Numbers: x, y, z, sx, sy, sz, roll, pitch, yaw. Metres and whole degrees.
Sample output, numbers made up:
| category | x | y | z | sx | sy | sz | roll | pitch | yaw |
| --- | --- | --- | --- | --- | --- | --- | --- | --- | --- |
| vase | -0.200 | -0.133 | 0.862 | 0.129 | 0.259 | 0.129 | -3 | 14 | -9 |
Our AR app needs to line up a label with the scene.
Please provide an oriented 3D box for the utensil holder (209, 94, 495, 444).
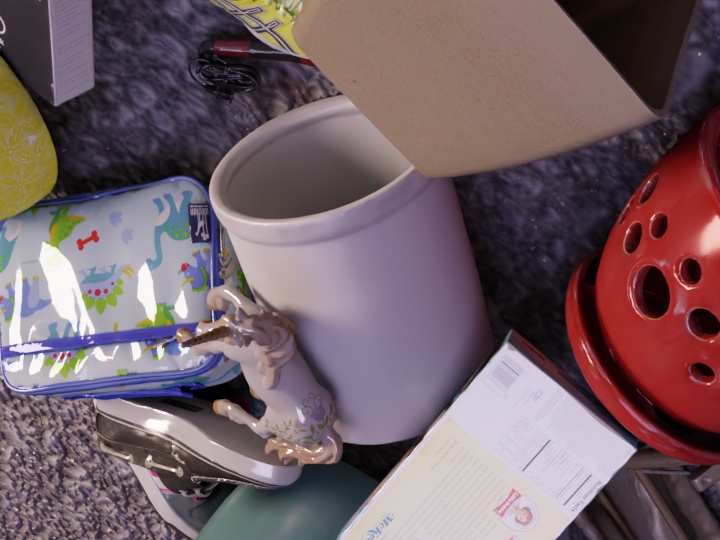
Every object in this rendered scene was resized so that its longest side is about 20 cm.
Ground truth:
| category | x | y | z | sx | sy | sz | roll | pitch | yaw |
| --- | --- | --- | --- | --- | --- | --- | --- | --- | --- |
| utensil holder | 0.000 | 0.000 | 1.017 | 0.169 | 0.170 | 0.201 | -6 | 124 | 18 |

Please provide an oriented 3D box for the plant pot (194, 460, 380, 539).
| category | x | y | z | sx | sy | sz | roll | pitch | yaw |
| --- | --- | --- | --- | --- | --- | --- | --- | --- | --- |
| plant pot | -0.042 | 0.247 | 1.172 | 0.200 | 0.162 | 0.201 | 28 | 161 | 10 |

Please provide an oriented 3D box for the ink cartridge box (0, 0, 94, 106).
| category | x | y | z | sx | sy | sz | roll | pitch | yaw |
| --- | --- | --- | --- | --- | --- | --- | --- | --- | --- |
| ink cartridge box | -0.259 | -0.237 | 0.935 | 0.198 | 0.043 | 0.201 | 35 | 142 | 20 |

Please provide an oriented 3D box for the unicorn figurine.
| category | x | y | z | sx | sy | sz | roll | pitch | yaw |
| --- | --- | --- | --- | --- | --- | --- | --- | --- | --- |
| unicorn figurine | -0.070 | 0.064 | 0.958 | 0.137 | 0.074 | 0.200 | 12 | 154 | 52 |

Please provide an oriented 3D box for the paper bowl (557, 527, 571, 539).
| category | x | y | z | sx | sy | sz | roll | pitch | yaw |
| --- | --- | --- | --- | --- | --- | --- | --- | --- | --- |
| paper bowl | 0.100 | 0.226 | 1.121 | 0.104 | 0.201 | 0.202 | -7 | 121 | 20 |

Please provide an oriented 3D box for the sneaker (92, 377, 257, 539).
| category | x | y | z | sx | sy | sz | roll | pitch | yaw |
| --- | --- | --- | --- | --- | --- | --- | --- | --- | --- |
| sneaker | -0.131 | 0.151 | 1.209 | 0.120 | 0.084 | 0.201 | -17 | 117 | 35 |

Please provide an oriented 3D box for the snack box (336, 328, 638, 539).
| category | x | y | z | sx | sy | sz | roll | pitch | yaw |
| --- | --- | --- | --- | --- | --- | --- | --- | --- | --- |
| snack box | 0.086 | 0.154 | 0.983 | 0.116 | 0.037 | 0.200 | 40 | 106 | 2 |

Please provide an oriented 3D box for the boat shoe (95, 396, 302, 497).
| category | x | y | z | sx | sy | sz | roll | pitch | yaw |
| --- | --- | --- | --- | --- | --- | --- | --- | --- | --- |
| boat shoe | -0.128 | 0.141 | 1.102 | 0.199 | 0.070 | 0.064 | 17 | 105 | 34 |

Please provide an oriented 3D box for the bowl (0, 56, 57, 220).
| category | x | y | z | sx | sy | sz | roll | pitch | yaw |
| --- | --- | --- | --- | --- | --- | --- | --- | --- | --- |
| bowl | -0.330 | -0.099 | 1.024 | 0.199 | 0.108 | 0.201 | 31 | 150 | 20 |

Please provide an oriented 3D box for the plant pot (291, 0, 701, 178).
| category | x | y | z | sx | sy | sz | roll | pitch | yaw |
| --- | --- | --- | --- | --- | --- | --- | --- | --- | --- |
| plant pot | 0.076 | -0.177 | 0.874 | 0.200 | 0.201 | 0.177 | 44 | 134 | -16 |

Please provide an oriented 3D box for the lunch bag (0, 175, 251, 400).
| category | x | y | z | sx | sy | sz | roll | pitch | yaw |
| --- | --- | --- | --- | --- | --- | --- | --- | --- | --- |
| lunch bag | -0.183 | 0.019 | 1.084 | 0.198 | 0.082 | 0.162 | -6 | 80 | 18 |

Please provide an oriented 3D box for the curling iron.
| category | x | y | z | sx | sy | sz | roll | pitch | yaw |
| --- | --- | --- | --- | --- | --- | --- | --- | --- | --- |
| curling iron | -0.026 | -0.151 | 1.011 | 0.198 | 0.026 | 0.050 | -3 | 144 | 11 |

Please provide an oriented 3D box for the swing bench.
| category | x | y | z | sx | sy | sz | roll | pitch | yaw |
| --- | --- | --- | --- | --- | --- | --- | --- | --- | --- |
| swing bench | 0.294 | 0.192 | 1.091 | 0.199 | 0.130 | 0.200 | -23 | 115 | 27 |

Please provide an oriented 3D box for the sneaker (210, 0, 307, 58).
| category | x | y | z | sx | sy | sz | roll | pitch | yaw |
| --- | --- | --- | --- | --- | --- | --- | --- | --- | --- |
| sneaker | -0.071 | -0.195 | 0.948 | 0.199 | 0.076 | 0.076 | 23 | 99 | -4 |

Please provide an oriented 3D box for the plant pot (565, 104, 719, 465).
| category | x | y | z | sx | sy | sz | roll | pitch | yaw |
| --- | --- | --- | --- | --- | --- | --- | --- | --- | --- |
| plant pot | 0.247 | 0.017 | 0.946 | 0.200 | 0.201 | 0.183 | 36 | 130 | -11 |
